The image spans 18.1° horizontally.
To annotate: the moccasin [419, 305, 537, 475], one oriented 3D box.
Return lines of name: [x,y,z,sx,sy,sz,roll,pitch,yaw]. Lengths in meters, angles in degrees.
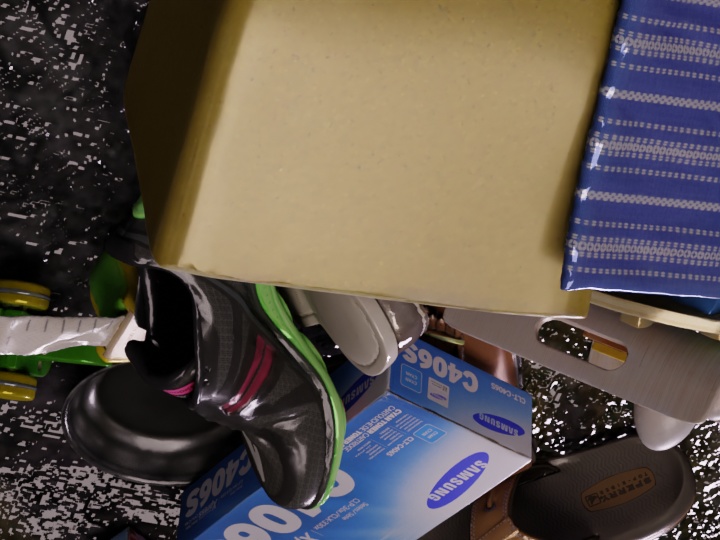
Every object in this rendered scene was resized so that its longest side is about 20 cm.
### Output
moccasin: [0.042,0.038,1.202,0.077,0.074,0.202,-18,139,-5]

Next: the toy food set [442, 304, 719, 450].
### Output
toy food set: [0.143,0.054,1.138,0.200,0.143,0.061,22,90,-62]

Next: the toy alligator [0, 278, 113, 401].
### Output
toy alligator: [-0.225,0.031,1.165,0.198,0.060,0.054,7,171,-6]

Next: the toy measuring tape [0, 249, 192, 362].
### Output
toy measuring tape: [-0.128,0.009,1.123,0.199,0.074,0.074,0,136,-47]

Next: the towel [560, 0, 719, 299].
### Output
towel: [0.162,-0.083,0.962,0.144,0.024,0.202,4,104,-36]

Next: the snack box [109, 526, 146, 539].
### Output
snack box: [-0.133,0.265,1.354,0.168,0.068,0.200,-34,125,18]

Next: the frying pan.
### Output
frying pan: [-0.080,0.058,1.198,0.114,0.031,0.190,28,131,-30]

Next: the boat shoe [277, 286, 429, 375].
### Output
boat shoe: [0.000,0.000,1.075,0.059,0.200,0.072,-25,101,-10]

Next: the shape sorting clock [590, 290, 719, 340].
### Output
shape sorting clock: [0.146,-0.005,1.100,0.198,0.200,0.040,4,111,-12]

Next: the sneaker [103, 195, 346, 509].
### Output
sneaker: [-0.070,0.040,1.093,0.084,0.077,0.201,-39,123,-25]

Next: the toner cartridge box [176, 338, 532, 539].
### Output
toner cartridge box: [-0.006,0.110,1.203,0.095,0.043,0.200,25,137,-25]

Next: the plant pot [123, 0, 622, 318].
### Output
plant pot: [0.014,-0.120,0.996,0.194,0.195,0.201,8,116,-15]

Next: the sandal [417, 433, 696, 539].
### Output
sandal: [0.100,0.144,1.262,0.199,0.082,0.055,-21,157,-10]
